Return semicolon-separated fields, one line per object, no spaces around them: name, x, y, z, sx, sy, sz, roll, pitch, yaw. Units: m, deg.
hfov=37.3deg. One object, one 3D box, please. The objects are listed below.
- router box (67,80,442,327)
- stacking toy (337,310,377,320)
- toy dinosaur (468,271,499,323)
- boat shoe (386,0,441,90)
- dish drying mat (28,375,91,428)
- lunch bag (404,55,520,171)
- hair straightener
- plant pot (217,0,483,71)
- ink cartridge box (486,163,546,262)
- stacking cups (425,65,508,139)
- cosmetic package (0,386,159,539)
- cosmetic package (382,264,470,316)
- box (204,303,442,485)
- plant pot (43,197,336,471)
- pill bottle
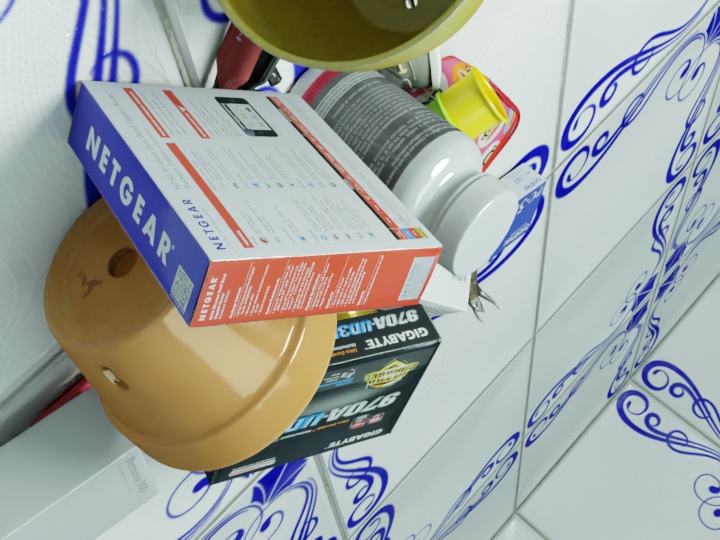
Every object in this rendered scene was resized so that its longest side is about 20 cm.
router box;-0.072;-0.051;0.703;0.178;0.200;0.049;-3;129;-38
stacking toy;-0.026;0.045;1.099;0.145;0.145;0.203;-28;128;-42
toy dinosaur;0.109;-0.050;1.220;0.102;0.076;0.203;29;62;-48
boat shoe;0.035;-0.203;0.907;0.059;0.073;0.202;-10;168;5
dish drying mat;-0.199;0.083;0.929;0.200;0.018;0.077;-44;154;-21
lunch bag;0.074;-0.109;1.090;0.201;0.082;0.176;-54;160;10
hair straightener;-0.082;-0.134;0.812;0.077;0.041;0.202;-15;136;-54
plant pot;0.013;-0.220;0.696;0.201;0.199;0.142;-57;164;11
ink cartridge box;0.151;-0.050;1.344;0.199;0.044;0.095;-36;153;-34
stacking cups;0.038;-0.109;0.983;0.199;0.061;0.060;-32;162;20
cosmetic package;-0.269;0.194;0.857;0.199;0.071;0.102;-35;152;-19
cosmetic package;0.000;0.000;0.976;0.198;0.082;0.051;15;77;-31
box;-0.040;0.111;0.963;0.198;0.046;0.160;-11;144;-30
plant pot;-0.134;0.027;0.780;0.201;0.199;0.140;-49;140;-6
pill bottle;0.031;-0.085;0.888;0.110;0.199;0.111;-38;152;-25
